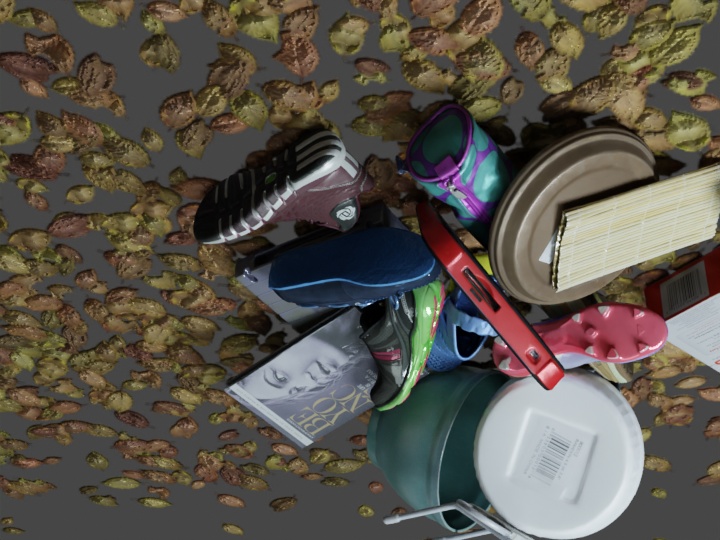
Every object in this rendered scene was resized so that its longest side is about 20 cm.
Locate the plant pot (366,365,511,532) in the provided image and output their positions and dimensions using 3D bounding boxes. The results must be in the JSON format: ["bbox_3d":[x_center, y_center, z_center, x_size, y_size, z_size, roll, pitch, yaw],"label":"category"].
[{"bbox_3d":[0.091,0.206,1.549,0.133,0.201,0.201,14,152,31],"label":"plant pot"}]

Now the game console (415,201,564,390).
[{"bbox_3d":[0.125,0.022,1.247,0.031,0.177,0.200,-39,101,5],"label":"game console"}]

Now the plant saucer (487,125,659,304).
[{"bbox_3d":[0.216,-0.046,1.228,0.198,0.030,0.202,-16,130,-20],"label":"plant saucer"}]

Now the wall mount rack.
[{"bbox_3d":[0.131,0.308,1.420,0.173,0.075,0.200,28,173,40],"label":"wall mount rack"}]

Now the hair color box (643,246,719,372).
[{"bbox_3d":[0.429,0.059,1.415,0.199,0.064,0.111,29,136,-30],"label":"hair color box"}]

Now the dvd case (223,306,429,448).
[{"bbox_3d":[-0.040,0.128,1.479,0.199,0.016,0.149,-32,129,21],"label":"dvd case"}]

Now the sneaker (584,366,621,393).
[{"bbox_3d":[0.243,0.176,1.505,0.198,0.080,0.130,-21,154,-26],"label":"sneaker"}]

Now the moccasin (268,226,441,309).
[{"bbox_3d":[0.000,0.000,1.311,0.198,0.081,0.068,-2,149,31],"label":"moccasin"}]

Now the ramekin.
[{"bbox_3d":[0.221,0.208,1.421,0.198,0.203,0.098,-7,173,13],"label":"ramekin"}]

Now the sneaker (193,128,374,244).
[{"bbox_3d":[-0.070,-0.059,1.277,0.199,0.076,0.115,-25,139,31],"label":"sneaker"}]

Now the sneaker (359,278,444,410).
[{"bbox_3d":[0.038,0.074,1.399,0.083,0.077,0.201,22,130,10],"label":"sneaker"}]

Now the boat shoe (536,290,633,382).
[{"bbox_3d":[0.248,0.062,1.427,0.076,0.072,0.201,-19,127,25],"label":"boat shoe"}]

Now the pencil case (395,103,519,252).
[{"bbox_3d":[0.122,-0.072,1.231,0.084,0.093,0.200,-20,139,28],"label":"pencil case"}]

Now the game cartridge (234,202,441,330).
[{"bbox_3d":[-0.024,-0.001,1.387,0.198,0.039,0.129,-20,142,27],"label":"game cartridge"}]

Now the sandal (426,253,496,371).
[{"bbox_3d":[0.113,0.066,1.424,0.079,0.088,0.201,8,145,-10],"label":"sandal"}]

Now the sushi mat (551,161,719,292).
[{"bbox_3d":[0.277,-0.044,1.235,0.198,0.012,0.096,-18,133,-19],"label":"sushi mat"}]

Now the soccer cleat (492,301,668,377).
[{"bbox_3d":[0.240,0.077,1.362,0.198,0.068,0.076,-13,167,25],"label":"soccer cleat"}]
